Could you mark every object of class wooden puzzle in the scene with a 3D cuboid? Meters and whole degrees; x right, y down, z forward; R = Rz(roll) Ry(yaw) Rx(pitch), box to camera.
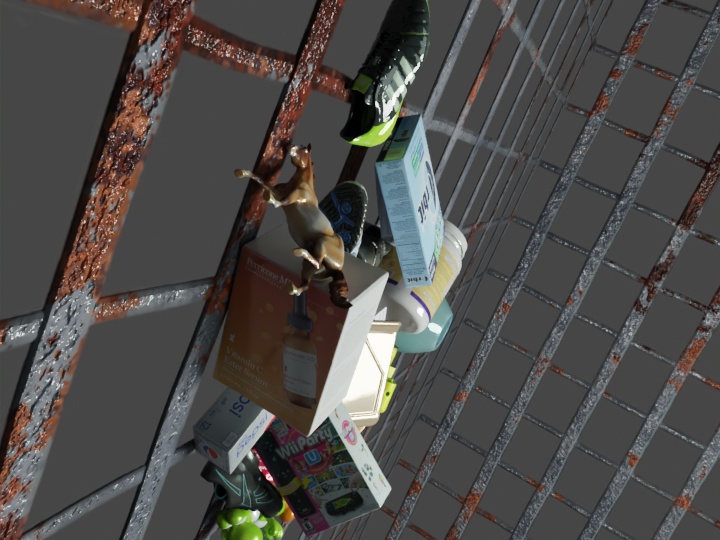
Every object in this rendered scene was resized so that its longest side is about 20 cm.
[{"bbox_3d":[-0.026,0.172,1.166,0.184,0.037,0.202,5,105,-41],"label":"wooden puzzle"}]

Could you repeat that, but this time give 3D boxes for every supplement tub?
[{"bbox_3d":[0.107,0.004,1.360,0.201,0.144,0.146,-55,163,-24],"label":"supplement tub"}]

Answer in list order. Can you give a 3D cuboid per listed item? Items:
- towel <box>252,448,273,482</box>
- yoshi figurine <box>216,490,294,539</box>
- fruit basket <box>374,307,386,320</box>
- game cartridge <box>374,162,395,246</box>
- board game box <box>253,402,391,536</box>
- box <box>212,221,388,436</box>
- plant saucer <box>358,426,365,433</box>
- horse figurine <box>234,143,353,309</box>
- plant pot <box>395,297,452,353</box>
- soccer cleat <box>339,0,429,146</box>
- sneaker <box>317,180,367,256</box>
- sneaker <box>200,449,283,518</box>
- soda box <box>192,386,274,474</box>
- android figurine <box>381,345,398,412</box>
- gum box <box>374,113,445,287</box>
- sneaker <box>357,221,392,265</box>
[{"bbox_3d":[-0.113,0.264,1.170,0.144,0.022,0.202,17,101,-40],"label":"towel"},{"bbox_3d":[-0.185,0.436,1.208,0.113,0.111,0.200,-56,161,1],"label":"yoshi figurine"},{"bbox_3d":[-0.019,0.179,1.291,0.199,0.094,0.186,-35,153,-24],"label":"fruit basket"},{"bbox_3d":[0.066,-0.104,1.140,0.200,0.041,0.135,22,59,-71],"label":"game cartridge"},{"bbox_3d":[-0.067,0.282,1.067,0.147,0.201,0.064,-30,-179,23],"label":"board game box"},{"bbox_3d":[-0.077,0.069,0.867,0.106,0.151,0.202,-37,149,-56],"label":"box"},{"bbox_3d":[-0.046,0.283,1.365,0.200,0.032,0.201,-38,-165,12],"label":"plant saucer"},{"bbox_3d":[-0.059,-0.045,0.758,0.050,0.202,0.132,-29,173,23],"label":"horse figurine"},{"bbox_3d":[0.137,0.113,1.651,0.201,0.134,0.201,-55,162,-27],"label":"plant pot"},{"bbox_3d":[0.030,-0.245,0.870,0.081,0.067,0.202,-19,136,-50],"label":"soccer cleat"},{"bbox_3d":[-0.037,-0.044,0.986,0.077,0.075,0.201,-63,176,-54],"label":"sneaker"},{"bbox_3d":[-0.182,0.327,1.076,0.079,0.075,0.201,-42,135,-23],"label":"sneaker"},{"bbox_3d":[-0.146,0.178,0.985,0.200,0.063,0.069,-50,160,-38],"label":"soda box"},{"bbox_3d":[0.013,0.234,1.467,0.202,0.041,0.182,-66,-155,3],"label":"android figurine"},{"bbox_3d":[0.079,-0.106,1.049,0.170,0.044,0.202,-68,148,-56],"label":"gum box"},{"bbox_3d":[0.000,0.000,1.138,0.114,0.076,0.201,-50,160,-39],"label":"sneaker"}]
